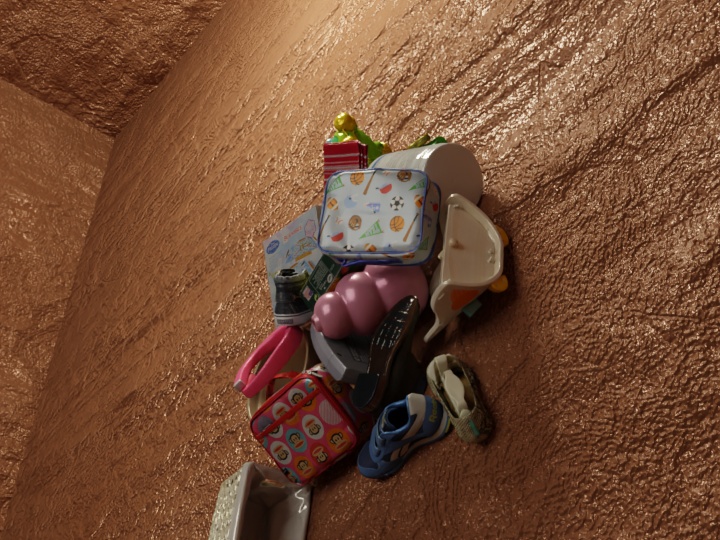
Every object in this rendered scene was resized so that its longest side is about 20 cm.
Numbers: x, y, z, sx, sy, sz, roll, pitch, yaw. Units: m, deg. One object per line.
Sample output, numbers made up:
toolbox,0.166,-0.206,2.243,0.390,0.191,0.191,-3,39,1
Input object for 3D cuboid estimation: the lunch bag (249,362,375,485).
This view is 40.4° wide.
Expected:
lunch bag,-0.089,0.246,1.641,0.200,0.177,0.082,-42,-6,35

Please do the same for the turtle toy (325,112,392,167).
turtle toy,-0.008,-0.197,1.874,0.101,0.145,0.201,-37,39,25

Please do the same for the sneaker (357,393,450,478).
sneaker,0.050,0.248,1.500,0.200,0.082,0.074,-45,34,33

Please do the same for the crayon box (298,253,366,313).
crayon box,0.000,0.000,1.720,0.051,0.199,0.127,50,129,23

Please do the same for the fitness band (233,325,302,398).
fitness band,-0.161,0.152,1.722,0.144,0.037,0.200,-47,9,6

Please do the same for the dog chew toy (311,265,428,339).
dog chew toy,0.012,0.050,1.624,0.199,0.125,0.124,-23,23,-16

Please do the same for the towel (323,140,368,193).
towel,-0.032,-0.135,1.786,0.144,0.022,0.202,11,102,58

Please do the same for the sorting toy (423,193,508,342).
sorting toy,0.144,0.020,1.532,0.201,0.106,0.180,-80,15,-45

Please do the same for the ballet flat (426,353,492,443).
ballet flat,0.136,0.167,1.428,0.067,0.076,0.200,-29,32,2

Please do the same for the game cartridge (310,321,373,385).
game cartridge,-0.014,0.134,1.654,0.041,0.133,0.200,-61,26,18

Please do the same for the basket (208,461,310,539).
basket,-0.179,0.449,1.661,0.123,0.135,0.201,-35,38,45

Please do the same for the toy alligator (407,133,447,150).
toy alligator,0.121,-0.215,1.826,0.054,0.060,0.200,-33,1,-19

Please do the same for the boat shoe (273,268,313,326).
boat shoe,-0.100,0.035,1.775,0.200,0.070,0.092,-30,-61,-70

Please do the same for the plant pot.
plant pot,-0.119,0.211,1.812,0.201,0.092,0.202,-41,33,34

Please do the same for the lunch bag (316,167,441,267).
lunch bag,0.026,-0.080,1.567,0.198,0.075,0.162,0,75,26

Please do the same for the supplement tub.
supplement tub,0.104,-0.148,1.704,0.200,0.131,0.133,1,66,61

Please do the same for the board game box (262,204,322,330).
board game box,-0.117,-0.001,1.977,0.199,0.041,0.201,-29,64,46

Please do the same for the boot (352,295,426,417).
boot,0.065,0.145,1.562,0.074,0.097,0.201,6,66,55
